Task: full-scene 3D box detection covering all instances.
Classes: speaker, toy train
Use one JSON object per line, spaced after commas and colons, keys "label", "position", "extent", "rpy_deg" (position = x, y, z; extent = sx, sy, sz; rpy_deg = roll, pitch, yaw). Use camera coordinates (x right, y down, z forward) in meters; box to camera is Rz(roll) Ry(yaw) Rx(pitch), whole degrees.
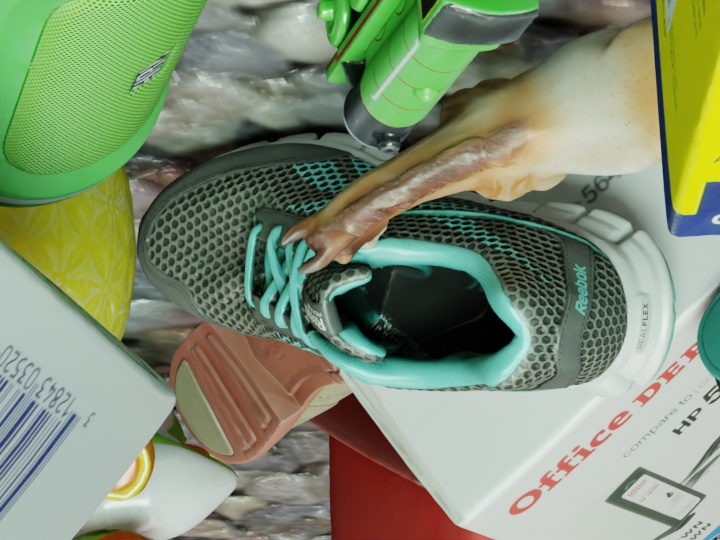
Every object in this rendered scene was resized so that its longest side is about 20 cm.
{"label": "speaker", "position": [-0.077, -0.082, 0.749], "extent": [0.088, 0.089, 0.200], "rpy_deg": [1, 163, -14]}
{"label": "toy train", "position": [0.028, -0.086, 0.806], "extent": [0.041, 0.057, 0.200], "rpy_deg": [1, 162, -15]}

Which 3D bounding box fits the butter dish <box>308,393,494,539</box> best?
{"label": "butter dish", "position": [0.071, 0.130, 1.288], "extent": [0.199, 0.149, 0.199], "rpy_deg": [5, -169, -28]}

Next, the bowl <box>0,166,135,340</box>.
{"label": "bowl", "position": [-0.156, 0.038, 0.984], "extent": [0.199, 0.108, 0.200], "rpy_deg": [-22, 162, -8]}

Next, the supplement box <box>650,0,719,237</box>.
{"label": "supplement box", "position": [0.129, -0.099, 0.639], "extent": [0.108, 0.110, 0.200], "rpy_deg": [0, 153, -2]}

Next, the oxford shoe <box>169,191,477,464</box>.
{"label": "oxford shoe", "position": [-0.002, 0.007, 1.124], "extent": [0.074, 0.071, 0.200], "rpy_deg": [-30, 177, -39]}

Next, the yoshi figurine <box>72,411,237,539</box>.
{"label": "yoshi figurine", "position": [-0.129, 0.083, 1.213], "extent": [0.112, 0.112, 0.200], "rpy_deg": [-46, -171, 3]}

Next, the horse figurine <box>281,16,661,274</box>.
{"label": "horse figurine", "position": [0.086, -0.050, 0.894], "extent": [0.199, 0.050, 0.132], "rpy_deg": [-13, -179, 29]}

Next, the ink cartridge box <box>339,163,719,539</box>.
{"label": "ink cartridge box", "position": [0.107, 0.036, 1.072], "extent": [0.146, 0.084, 0.200], "rpy_deg": [-44, 150, 13]}

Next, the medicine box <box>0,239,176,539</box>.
{"label": "medicine box", "position": [-0.172, -0.007, 0.773], "extent": [0.200, 0.103, 0.182], "rpy_deg": [38, 175, 20]}

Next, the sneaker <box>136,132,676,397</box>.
{"label": "sneaker", "position": [0.000, 0.000, 0.963], "extent": [0.199, 0.078, 0.091], "rpy_deg": [8, -168, 31]}

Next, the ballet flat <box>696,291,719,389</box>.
{"label": "ballet flat", "position": [0.189, -0.026, 0.925], "extent": [0.068, 0.068, 0.200], "rpy_deg": [23, 124, -32]}
